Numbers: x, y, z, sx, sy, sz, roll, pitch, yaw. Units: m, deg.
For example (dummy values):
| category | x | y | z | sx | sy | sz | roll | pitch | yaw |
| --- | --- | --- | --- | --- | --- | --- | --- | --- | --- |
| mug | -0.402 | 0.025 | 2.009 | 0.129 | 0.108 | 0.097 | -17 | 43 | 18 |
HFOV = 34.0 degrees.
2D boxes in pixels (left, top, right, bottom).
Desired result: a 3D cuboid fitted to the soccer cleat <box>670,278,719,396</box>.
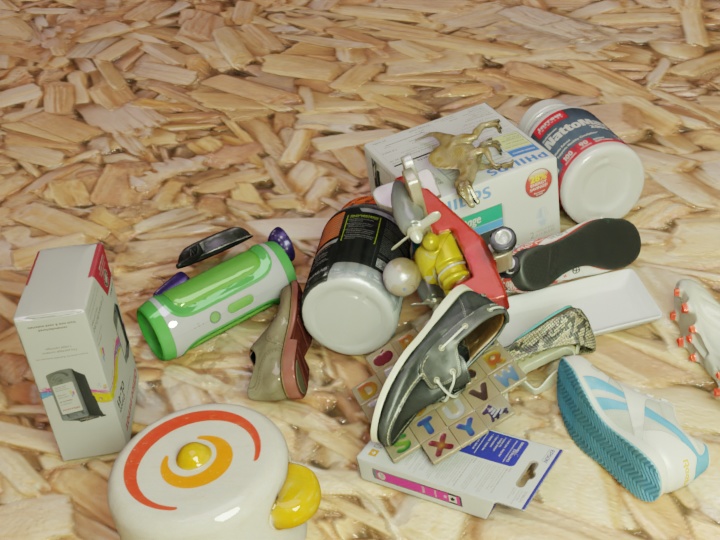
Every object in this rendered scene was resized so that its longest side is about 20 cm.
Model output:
| category | x | y | z | sx | sy | sz | roll | pitch | yaw |
| --- | --- | --- | --- | --- | --- | --- | --- | --- | --- |
| soccer cleat | 0.400 | 0.082 | 1.281 | 0.077 | 0.070 | 0.201 | -10 | 40 | -7 |

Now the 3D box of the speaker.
| category | x | y | z | sx | sy | sz | roll | pitch | yaw |
| --- | --- | --- | --- | --- | --- | --- | --- | --- | --- |
| speaker | -0.182 | 0.037 | 1.501 | 0.199 | 0.089 | 0.088 | -28 | 37 | -23 |

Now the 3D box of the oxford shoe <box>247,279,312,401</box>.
| category | x | y | z | sx | sy | sz | roll | pitch | yaw |
| --- | --- | --- | --- | --- | --- | --- | --- | --- | --- |
| oxford shoe | -0.101 | 0.081 | 1.427 | 0.074 | 0.071 | 0.201 | -12 | 31 | 10 |

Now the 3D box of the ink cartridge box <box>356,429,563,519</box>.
| category | x | y | z | sx | sy | sz | roll | pitch | yaw |
| --- | --- | --- | --- | --- | --- | --- | --- | --- | --- |
| ink cartridge box | 0.102 | 0.199 | 1.219 | 0.198 | 0.037 | 0.095 | 10 | 38 | 33 |

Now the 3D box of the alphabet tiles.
| category | x | y | z | sx | sy | sz | roll | pitch | yaw |
| --- | --- | --- | --- | --- | --- | --- | --- | --- | --- |
| alphabet tiles | 0.082 | 0.122 | 1.269 | 0.165 | 0.006 | 0.200 | -31 | 35 | -3 |

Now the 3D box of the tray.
| category | x | y | z | sx | sy | sz | roll | pitch | yaw |
| --- | --- | --- | --- | --- | --- | --- | --- | --- | --- |
| tray | 0.248 | 0.055 | 1.401 | 0.198 | 0.022 | 0.108 | -13 | 33 | -3 |

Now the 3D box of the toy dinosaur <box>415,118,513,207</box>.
| category | x | y | z | sx | sy | sz | roll | pitch | yaw |
| --- | --- | --- | --- | --- | --- | --- | --- | --- | --- |
| toy dinosaur | 0.130 | -0.156 | 1.490 | 0.100 | 0.059 | 0.201 | -17 | 35 | -5 |

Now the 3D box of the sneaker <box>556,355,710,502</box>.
| category | x | y | z | sx | sy | sz | roll | pitch | yaw |
| --- | --- | --- | --- | --- | --- | --- | --- | --- | --- |
| sneaker | 0.271 | 0.155 | 1.208 | 0.080 | 0.077 | 0.200 | -15 | 38 | -21 |

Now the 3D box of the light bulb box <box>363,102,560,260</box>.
| category | x | y | z | sx | sy | sz | roll | pitch | yaw |
| --- | --- | --- | --- | --- | --- | --- | --- | --- | --- |
| light bulb box | 0.136 | -0.110 | 1.586 | 0.196 | 0.126 | 0.200 | -21 | 35 | -14 |

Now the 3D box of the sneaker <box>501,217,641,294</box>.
| category | x | y | z | sx | sy | sz | roll | pitch | yaw |
| --- | --- | --- | --- | --- | --- | --- | --- | --- | --- |
| sneaker | 0.243 | -0.019 | 1.459 | 0.200 | 0.068 | 0.108 | -17 | 5 | -28 |

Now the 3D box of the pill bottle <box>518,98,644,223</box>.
| category | x | y | z | sx | sy | sz | roll | pitch | yaw |
| --- | --- | --- | --- | --- | --- | --- | --- | --- | --- |
| pill bottle | 0.292 | -0.156 | 1.614 | 0.118 | 0.121 | 0.200 | -17 | 33 | -9 |

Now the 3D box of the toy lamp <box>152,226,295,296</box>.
| category | x | y | z | sx | sy | sz | roll | pitch | yaw |
| --- | --- | --- | --- | --- | --- | --- | --- | --- | --- |
| toy lamp | -0.184 | 0.004 | 1.578 | 0.199 | 0.059 | 0.058 | -29 | 37 | -25 |

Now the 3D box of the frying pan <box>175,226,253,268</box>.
| category | x | y | z | sx | sy | sz | roll | pitch | yaw |
| --- | --- | --- | --- | --- | --- | --- | --- | --- | --- |
| frying pan | -0.222 | -0.022 | 1.585 | 0.114 | 0.031 | 0.189 | -24 | 0 | 36 |

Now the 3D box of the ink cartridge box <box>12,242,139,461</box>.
| category | x | y | z | sx | sy | sz | roll | pitch | yaw |
| --- | --- | --- | --- | --- | --- | --- | --- | --- | --- |
| ink cartridge box | -0.321 | 0.092 | 1.356 | 0.085 | 0.202 | 0.148 | -9 | 33 | 2 |

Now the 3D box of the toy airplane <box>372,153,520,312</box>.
| category | x | y | z | sx | sy | sz | roll | pitch | yaw |
| --- | --- | --- | --- | --- | --- | --- | --- | --- | --- |
| toy airplane | 0.075 | -0.033 | 1.366 | 0.141 | 0.201 | 0.199 | -40 | 16 | -10 |

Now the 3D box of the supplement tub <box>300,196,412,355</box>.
| category | x | y | z | sx | sy | sz | roll | pitch | yaw |
| --- | --- | --- | --- | --- | --- | --- | --- | --- | --- |
| supplement tub | 0.000 | 0.000 | 1.467 | 0.121 | 0.124 | 0.201 | -3 | 34 | 13 |

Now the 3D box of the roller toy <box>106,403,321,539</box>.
| category | x | y | z | sx | sy | sz | roll | pitch | yaw |
| --- | --- | --- | --- | --- | --- | --- | --- | --- | --- |
| roller toy | -0.149 | 0.227 | 1.157 | 0.181 | 0.141 | 0.200 | -29 | 37 | -24 |

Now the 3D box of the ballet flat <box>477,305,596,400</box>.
| category | x | y | z | sx | sy | sz | roll | pitch | yaw |
| --- | --- | --- | --- | --- | --- | --- | --- | --- | --- |
| ballet flat | 0.172 | 0.107 | 1.309 | 0.198 | 0.068 | 0.076 | -23 | 66 | -5 |

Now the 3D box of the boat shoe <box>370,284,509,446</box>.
| category | x | y | z | sx | sy | sz | roll | pitch | yaw |
| --- | --- | --- | --- | --- | --- | --- | --- | --- | --- |
| boat shoe | 0.081 | 0.104 | 1.230 | 0.067 | 0.072 | 0.200 | 28 | 66 | 26 |
